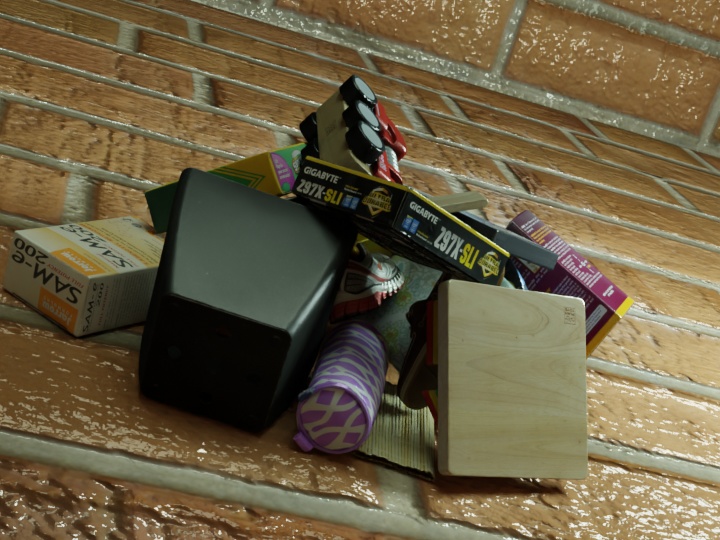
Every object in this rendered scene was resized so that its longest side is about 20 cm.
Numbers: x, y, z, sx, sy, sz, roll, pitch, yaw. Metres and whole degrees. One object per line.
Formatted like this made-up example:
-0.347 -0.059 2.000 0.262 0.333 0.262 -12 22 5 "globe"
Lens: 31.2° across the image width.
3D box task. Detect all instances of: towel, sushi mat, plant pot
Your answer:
0.085 0.041 1.572 0.200 0.170 0.048 46 -10 49 "towel"
0.038 0.167 1.422 0.094 0.012 0.200 17 19 -3 "sushi mat"
-0.130 0.048 1.338 0.197 0.201 0.178 18 34 -3 "plant pot"

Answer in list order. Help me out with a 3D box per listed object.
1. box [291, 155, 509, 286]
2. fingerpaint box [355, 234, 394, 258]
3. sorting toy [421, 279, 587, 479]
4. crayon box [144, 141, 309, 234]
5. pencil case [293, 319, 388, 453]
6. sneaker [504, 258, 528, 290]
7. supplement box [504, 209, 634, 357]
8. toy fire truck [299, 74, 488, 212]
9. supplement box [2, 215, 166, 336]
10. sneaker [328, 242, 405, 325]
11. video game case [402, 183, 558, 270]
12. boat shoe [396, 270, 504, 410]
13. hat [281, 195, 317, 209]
0.045 -0.050 1.390 0.159 0.050 0.199 23 -4 43 "box"
-0.035 -0.039 1.696 0.198 0.074 0.167 -20 32 -23 "fingerpaint box"
0.152 0.124 1.407 0.198 0.202 0.069 8 -13 -34 "sorting toy"
-0.143 -0.105 1.583 0.170 0.059 0.200 -15 6 19 "crayon box"
-0.018 0.124 1.377 0.084 0.085 0.200 45 20 -7 "pencil case"
0.206 0.068 1.676 0.202 0.065 0.078 66 15 18 "sneaker"
0.262 0.027 1.784 0.200 0.111 0.085 42 27 10 "supplement box"
0.040 -0.124 1.560 0.200 0.128 0.177 40 23 -27 "toy fire truck"
-0.287 0.001 1.469 0.125 0.074 0.199 28 21 26 "supplement box"
0.000 0.000 1.520 0.077 0.083 0.200 -18 5 13 "sneaker"
0.142 -0.060 1.663 0.179 0.026 0.199 28 6 31 "video game case"
0.089 0.061 1.472 0.072 0.202 0.072 22 -8 43 "boat shoe"
-0.102 -0.023 1.467 0.197 0.082 0.201 -11 -9 -2 "hat"
